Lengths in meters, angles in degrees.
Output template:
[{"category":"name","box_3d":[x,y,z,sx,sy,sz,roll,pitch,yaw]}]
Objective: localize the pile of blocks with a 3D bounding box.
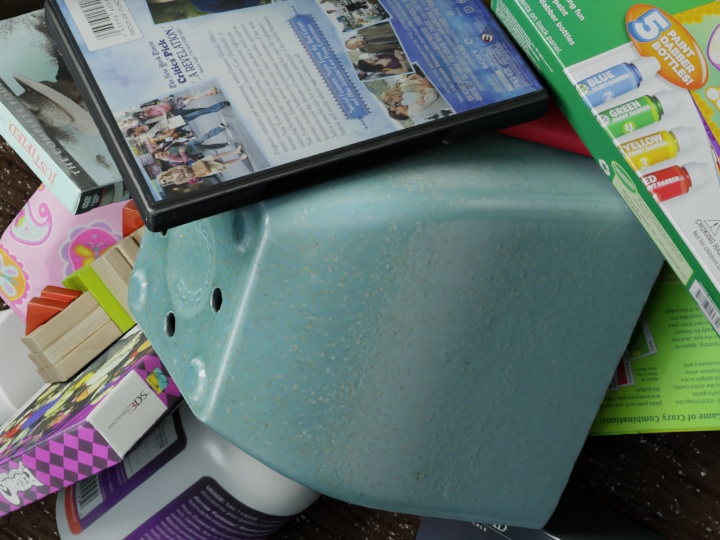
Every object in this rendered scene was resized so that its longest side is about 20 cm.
[{"category":"pile of blocks","box_3d":[-0.133,-0.011,1.007,0.200,0.082,0.062,-36,100,2]}]

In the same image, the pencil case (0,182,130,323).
[{"category":"pencil case","box_3d":[-0.160,-0.046,1.056,0.200,0.087,0.087,-48,69,29]}]

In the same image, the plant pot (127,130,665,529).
[{"category":"plant pot","box_3d":[0.000,0.000,0.833,0.196,0.200,0.196,49,127,48]}]

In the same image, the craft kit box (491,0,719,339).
[{"category":"craft kit box","box_3d":[0.196,-0.101,0.763,0.197,0.049,0.200,-31,74,-9]}]

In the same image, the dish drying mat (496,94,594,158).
[{"category":"dish drying mat","box_3d":[0.059,-0.098,0.817,0.200,0.077,0.018,15,137,-4]}]

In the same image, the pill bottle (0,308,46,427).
[{"category":"pill bottle","box_3d":[-0.289,0.088,1.143,0.200,0.109,0.109,-19,85,34]}]

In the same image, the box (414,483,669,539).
[{"category":"box","box_3d":[0.119,0.207,0.896,0.200,0.079,0.141,27,107,29]}]

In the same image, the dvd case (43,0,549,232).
[{"category":"dvd case","box_3d":[-0.031,-0.099,0.769,0.018,0.200,0.143,99,148,-52]}]

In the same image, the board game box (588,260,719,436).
[{"category":"board game box","box_3d":[0.186,0.030,0.846,0.200,0.048,0.102,-6,92,35]}]

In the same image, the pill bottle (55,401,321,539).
[{"category":"pill bottle","box_3d":[-0.087,0.116,1.004,0.200,0.111,0.112,-39,73,31]}]

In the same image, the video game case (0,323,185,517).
[{"category":"video game case","box_3d":[-0.148,0.070,0.981,0.036,0.181,0.200,51,138,-11]}]

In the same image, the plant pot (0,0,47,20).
[{"category":"plant pot","box_3d":[-0.143,-0.208,0.779,0.200,0.187,0.187,-1,95,20]}]

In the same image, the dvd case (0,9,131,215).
[{"category":"dvd case","box_3d":[-0.129,-0.105,0.956,0.146,0.200,0.022,47,131,22]}]

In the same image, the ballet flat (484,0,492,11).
[{"category":"ballet flat","box_3d":[0.104,-0.140,0.866,0.200,0.067,0.067,5,138,8]}]
